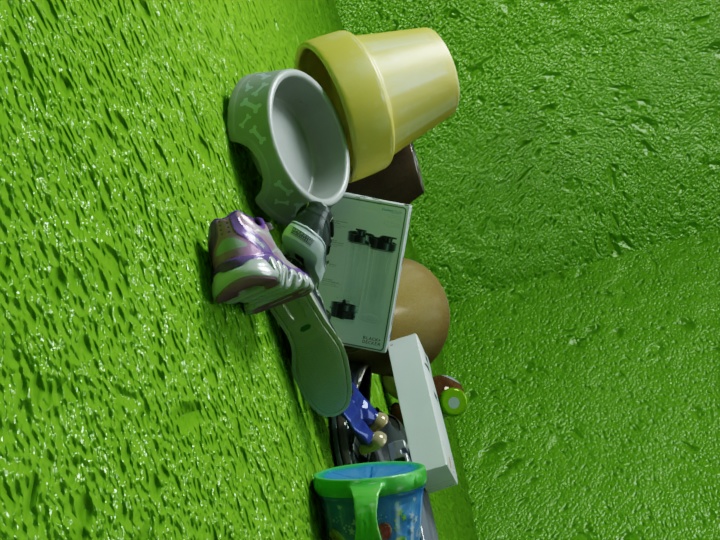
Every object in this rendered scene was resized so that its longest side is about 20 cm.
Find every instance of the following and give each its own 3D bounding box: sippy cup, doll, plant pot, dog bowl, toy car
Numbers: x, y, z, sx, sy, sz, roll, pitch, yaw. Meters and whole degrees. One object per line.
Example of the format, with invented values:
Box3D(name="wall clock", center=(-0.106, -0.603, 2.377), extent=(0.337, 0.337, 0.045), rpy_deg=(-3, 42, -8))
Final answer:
Box3D(name="sippy cup", center=(0.015, 0.297, 1.188), extent=(0.176, 0.138, 0.133), rpy_deg=(0, 84, -51))
Box3D(name="doll", center=(-0.032, 0.137, 1.323), extent=(0.202, 0.048, 0.137), rpy_deg=(57, 19, -23))
Box3D(name="plant pot", center=(0.020, 0.073, 1.539), extent=(0.199, 0.183, 0.190), rpy_deg=(2, 72, -68))
Box3D(name="plant pot", center=(0.029, -0.251, 1.444), extent=(0.202, 0.186, 0.202), rpy_deg=(56, -19, 32))
Box3D(name="dog bowl", center=(-0.083, -0.160, 1.296), extent=(0.199, 0.058, 0.204), rpy_deg=(31, 52, -49))
Box3D(name="toy car", center=(0.107, 0.211, 2.038), extent=(0.203, 0.156, 0.164), rpy_deg=(63, -6, 3))
Box3D(name="plant pot", center=(-0.007, -0.140, 1.579), extent=(0.187, 0.196, 0.191), rpy_deg=(-16, 90, -83))

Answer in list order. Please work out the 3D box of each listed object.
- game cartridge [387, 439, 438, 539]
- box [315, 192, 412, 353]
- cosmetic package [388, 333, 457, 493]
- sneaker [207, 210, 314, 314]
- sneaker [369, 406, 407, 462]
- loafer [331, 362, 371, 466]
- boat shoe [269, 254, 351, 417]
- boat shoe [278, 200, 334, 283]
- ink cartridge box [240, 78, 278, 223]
Box3D(name="game cartridge", center=(0.077, 0.340, 1.340), extent=(0.131, 0.038, 0.202), rpy_deg=(71, 5, -45))
Box3D(name="box", center=(0.000, 0.000, 1.398), extent=(0.060, 0.114, 0.204), rpy_deg=(-30, 129, -82))
Box3D(name="cosmetic package", center=(0.086, 0.198, 1.430), extent=(0.083, 0.050, 0.203), rpy_deg=(58, 17, -56))
Box3D(name="sneaker", center=(-0.106, -0.011, 1.048), extent=(0.200, 0.079, 0.090), rpy_deg=(41, 27, -76))
Box3D(name="sneaker", center=(0.029, 0.241, 1.571), extent=(0.200, 0.073, 0.108), rpy_deg=(-76, 153, -73))
Box3D(name="loafer", center=(-0.006, 0.207, 1.415), extent=(0.072, 0.062, 0.202), rpy_deg=(67, 11, -46))
Box3D(name="boat shoe", center=(-0.059, 0.078, 1.228), extent=(0.068, 0.071, 0.203), rpy_deg=(-89, 158, -75))
Box3D(name="boat shoe", center=(-0.062, -0.033, 1.256), extent=(0.068, 0.057, 0.200), rpy_deg=(32, -13, 0))
Box3D(name="ink cartridge box", center=(-0.101, -0.171, 1.427), extent=(0.116, 0.067, 0.204), rpy_deg=(-12, 87, -83))
